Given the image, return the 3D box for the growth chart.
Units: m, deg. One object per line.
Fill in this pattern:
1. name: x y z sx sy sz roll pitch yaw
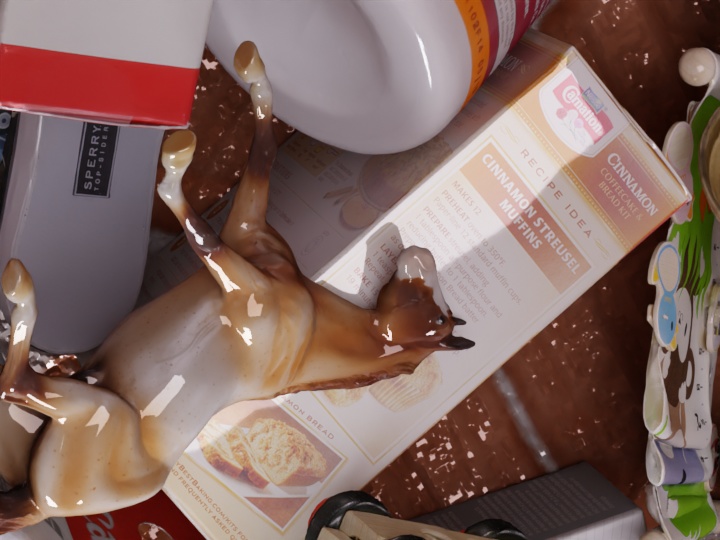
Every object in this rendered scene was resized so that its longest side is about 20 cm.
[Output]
1. growth chart: 0.127 0.014 1.046 0.018 0.145 0.201 8 99 18

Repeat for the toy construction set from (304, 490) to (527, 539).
1. toy construction set: 0.017 0.146 0.895 0.200 0.092 0.132 10 105 -53

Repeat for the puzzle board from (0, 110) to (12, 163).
1. puzzle board: -0.189 -0.076 0.964 0.200 0.017 0.151 28 94 -42

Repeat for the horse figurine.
1. horse figurine: -0.067 0.023 0.861 0.200 0.050 0.133 -36 134 -16

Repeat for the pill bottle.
1. pill bottle: 0.035 -0.142 0.963 0.113 0.113 0.200 51 56 -17

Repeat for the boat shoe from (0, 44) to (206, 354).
1. boat shoe: -0.094 -0.070 0.991 0.068 0.057 0.201 11 104 -22

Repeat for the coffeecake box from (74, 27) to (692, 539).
1. coffeecake box: 0.000 0.000 0.994 0.200 0.154 0.073 -41 108 -2

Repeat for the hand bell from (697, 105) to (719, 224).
1. hand bell: 0.160 0.033 1.032 0.104 0.104 0.200 -7 140 -12

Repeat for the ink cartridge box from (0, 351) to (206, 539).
1. ink cartridge box: -0.116 0.067 0.953 0.199 0.162 0.050 21 111 -30

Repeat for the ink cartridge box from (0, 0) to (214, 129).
1. ink cartridge box: -0.083 -0.124 0.872 0.067 0.116 0.201 6 115 -17

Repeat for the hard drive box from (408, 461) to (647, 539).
1. hard drive box: 0.024 0.183 1.078 0.199 0.077 0.157 -18 104 -9
